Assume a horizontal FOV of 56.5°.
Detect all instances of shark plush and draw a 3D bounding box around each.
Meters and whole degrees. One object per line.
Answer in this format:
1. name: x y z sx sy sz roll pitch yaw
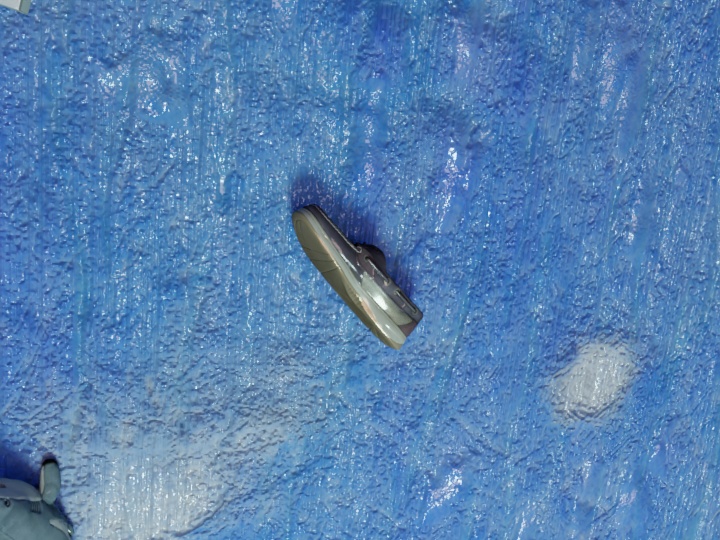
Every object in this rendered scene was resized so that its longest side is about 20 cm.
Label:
1. shark plush: -0.345 0.299 0.702 0.090 0.083 0.201 -15 107 -14

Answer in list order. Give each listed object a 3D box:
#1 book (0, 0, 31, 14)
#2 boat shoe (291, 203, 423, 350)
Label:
1. book: -0.335 -0.346 0.577 0.133 0.048 0.201 16 99 -16
2. boat shoe: 0.000 0.000 0.751 0.065 0.072 0.200 -43 109 -16
